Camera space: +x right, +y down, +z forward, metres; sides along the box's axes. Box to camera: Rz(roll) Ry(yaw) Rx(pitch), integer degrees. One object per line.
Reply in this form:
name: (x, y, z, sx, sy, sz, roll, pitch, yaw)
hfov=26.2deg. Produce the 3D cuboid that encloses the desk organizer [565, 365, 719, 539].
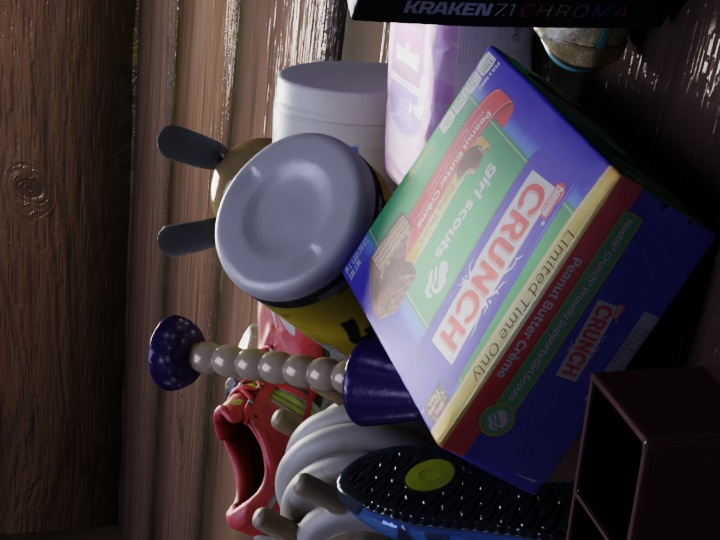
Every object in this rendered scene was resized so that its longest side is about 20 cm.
desk organizer: (0.146, 0.148, 0.750, 0.072, 0.076, 0.201, -121, 32, -61)

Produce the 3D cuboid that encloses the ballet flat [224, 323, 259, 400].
ballet flat: (-0.058, 0.059, 1.259, 0.200, 0.072, 0.072, -53, -27, -59)

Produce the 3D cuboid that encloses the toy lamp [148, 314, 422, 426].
toy lamp: (-0.043, 0.066, 0.996, 0.199, 0.058, 0.059, 4, 98, 31)

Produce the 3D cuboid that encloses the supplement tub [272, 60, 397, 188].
supplement tub: (-0.005, -0.051, 1.194, 0.132, 0.131, 0.201, -129, 38, -66)

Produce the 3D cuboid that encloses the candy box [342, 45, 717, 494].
candy box: (0.083, -0.007, 0.851, 0.170, 0.077, 0.200, -57, 28, 15)

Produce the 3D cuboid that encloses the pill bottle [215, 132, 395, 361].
pill bottle: (0.000, 0.000, 1.046, 0.200, 0.114, 0.115, 38, -145, -53)

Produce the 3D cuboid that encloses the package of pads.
package of pads: (0.065, -0.139, 1.025, 0.121, 0.075, 0.201, -133, 43, -64)

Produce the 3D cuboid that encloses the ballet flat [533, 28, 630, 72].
ballet flat: (0.105, -0.199, 0.883, 0.071, 0.070, 0.201, 104, 153, -47)

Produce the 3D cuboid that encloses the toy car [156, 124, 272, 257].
toy car: (-0.076, -0.066, 1.325, 0.158, 0.199, 0.165, -173, 81, -75)

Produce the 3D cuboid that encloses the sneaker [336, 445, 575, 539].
sneaker: (0.074, 0.154, 0.877, 0.199, 0.066, 0.079, 8, 128, 33)

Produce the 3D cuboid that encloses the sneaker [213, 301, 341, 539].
sneaker: (-0.064, 0.094, 1.113, 0.077, 0.085, 0.201, -25, 61, 53)

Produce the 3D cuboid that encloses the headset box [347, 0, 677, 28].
headset box: (0.092, -0.209, 0.718, 0.200, 0.173, 0.093, 116, 149, -59)

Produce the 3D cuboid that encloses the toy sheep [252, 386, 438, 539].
toy sheep: (0.003, 0.143, 1.039, 0.138, 0.137, 0.201, 103, 179, -45)

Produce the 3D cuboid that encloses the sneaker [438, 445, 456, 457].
sneaker: (0.092, 0.047, 0.982, 0.201, 0.075, 0.071, -80, -12, -45)
